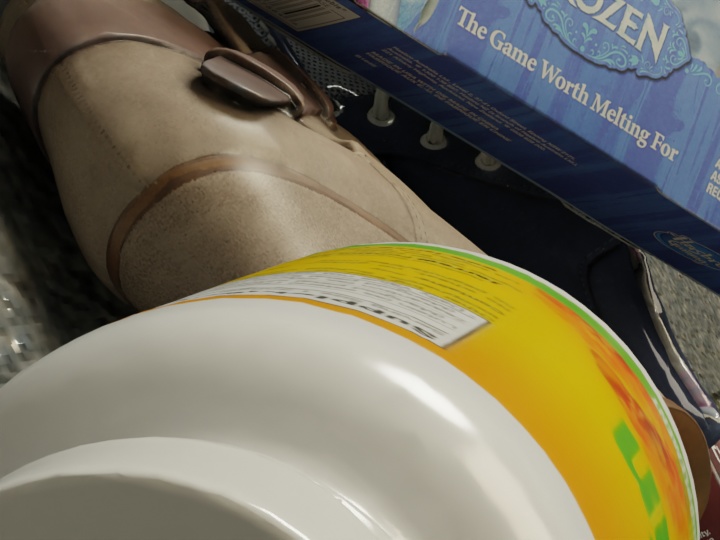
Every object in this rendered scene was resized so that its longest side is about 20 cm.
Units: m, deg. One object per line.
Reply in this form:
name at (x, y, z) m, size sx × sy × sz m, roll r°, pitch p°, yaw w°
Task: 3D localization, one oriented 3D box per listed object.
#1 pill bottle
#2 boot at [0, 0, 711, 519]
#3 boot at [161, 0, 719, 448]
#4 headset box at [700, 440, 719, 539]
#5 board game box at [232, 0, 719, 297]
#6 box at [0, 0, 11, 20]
pill bottle at (-0.010, 0.057, 0.458) m, size 0.111 × 0.111 × 0.200 m, roll 61°, pitch 12°, yaw 2°
boot at (0.000, 0.000, 0.685) m, size 0.146 × 0.070 × 0.200 m, roll 52°, pitch 10°, yaw 25°
boot at (0.019, -0.020, 0.793) m, size 0.201 × 0.090 × 0.073 m, roll 63°, pitch 13°, yaw 12°
headset box at (0.116, 0.137, 0.863) m, size 0.200 × 0.077 × 0.149 m, roll 64°, pitch 12°, yaw 19°
board game box at (0.067, -0.123, 0.732) m, size 0.200 × 0.043 × 0.200 m, roll 29°, pitch 70°, yaw -30°
box at (-0.128, -0.167, 0.654) m, size 0.156 × 0.041 × 0.200 m, roll 38°, pitch 24°, yaw -61°
